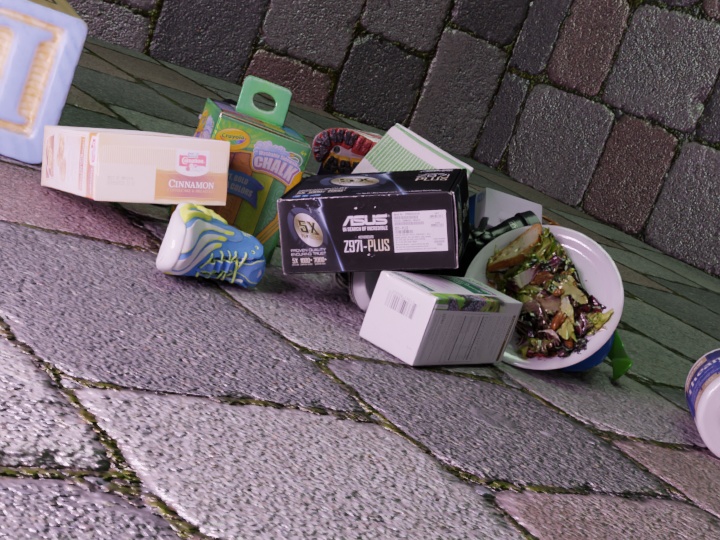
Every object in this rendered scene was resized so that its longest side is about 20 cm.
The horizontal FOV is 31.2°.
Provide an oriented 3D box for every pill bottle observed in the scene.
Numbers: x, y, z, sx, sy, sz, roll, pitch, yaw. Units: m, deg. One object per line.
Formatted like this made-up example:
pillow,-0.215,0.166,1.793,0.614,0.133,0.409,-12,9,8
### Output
pill bottle,0.451,0.155,1.553,0.110,0.112,0.200,22,10,5

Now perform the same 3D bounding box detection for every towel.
towel,0.038,-0.097,1.718,0.152,0.200,0.023,33,-21,28

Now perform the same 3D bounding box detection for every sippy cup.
sippy cup,0.271,0.061,1.649,0.176,0.141,0.131,11,21,3

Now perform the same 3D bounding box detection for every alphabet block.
alphabet block,-0.471,-0.268,1.628,0.195,0.197,0.200,18,10,-24

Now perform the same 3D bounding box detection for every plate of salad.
plate of salad,0.220,0.025,1.565,0.199,0.201,0.048,25,-24,21

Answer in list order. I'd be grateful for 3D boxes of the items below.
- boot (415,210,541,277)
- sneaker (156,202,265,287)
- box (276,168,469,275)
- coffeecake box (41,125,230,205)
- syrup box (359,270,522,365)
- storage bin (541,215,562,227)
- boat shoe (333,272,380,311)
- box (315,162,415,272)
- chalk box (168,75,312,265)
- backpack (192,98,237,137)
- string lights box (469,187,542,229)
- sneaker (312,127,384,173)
boot,0.151,0.007,1.712,0.161,0.200,0.074,-14,49,-18
sneaker,-0.149,-0.024,1.359,0.104,0.077,0.200,22,10,-2
box,0.020,-0.058,1.463,0.197,0.087,0.164,-2,13,11
coffeecake box,-0.256,-0.119,1.449,0.152,0.074,0.199,1,7,-30
syrup box,0.093,0.054,1.435,0.078,0.082,0.199,27,13,32
storage bin,0.278,0.006,1.925,0.133,0.147,0.200,28,8,-19
boat shoe,0.000,0.000,1.581,0.063,0.071,0.200,-15,19,12
box,0.028,-0.073,1.878,0.147,0.105,0.200,13,14,-35
chalk box,-0.140,-0.130,1.563,0.123,0.202,0.124,17,11,-18
backpack,-0.171,-0.151,1.780,0.163,0.154,0.200,49,-5,-9
string lights box,0.167,-0.052,1.900,0.102,0.060,0.199,16,-23,-27
sneaker,0.027,-0.163,1.830,0.198,0.079,0.082,17,10,-12
